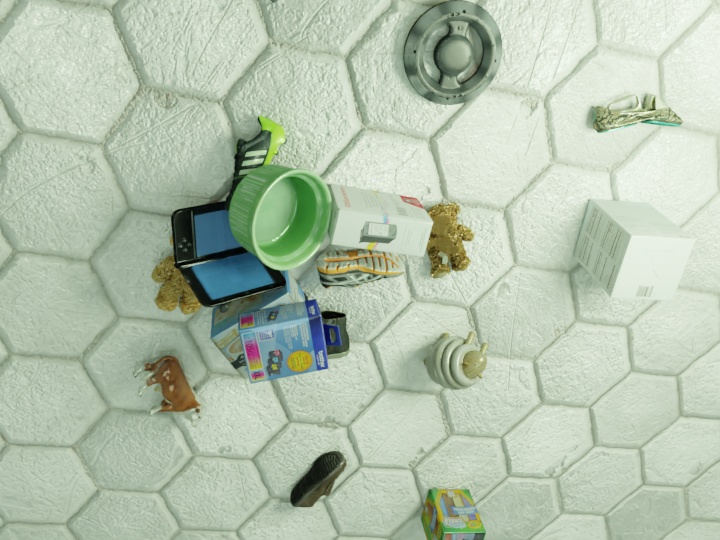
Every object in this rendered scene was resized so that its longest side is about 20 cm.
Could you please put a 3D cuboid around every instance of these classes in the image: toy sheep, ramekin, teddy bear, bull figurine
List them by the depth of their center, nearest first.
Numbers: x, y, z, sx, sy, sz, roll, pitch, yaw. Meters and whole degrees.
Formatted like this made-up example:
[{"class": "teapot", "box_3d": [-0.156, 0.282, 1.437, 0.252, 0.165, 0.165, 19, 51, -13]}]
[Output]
[{"class": "ramekin", "box_3d": [-0.160, -0.110, 1.374, 0.199, 0.097, 0.201, -24, 125, -39]}, {"class": "teddy bear", "box_3d": [-0.367, 0.010, 1.485, 0.145, 0.067, 0.200, 29, 109, -25]}, {"class": "teddy bear", "box_3d": [0.185, -0.066, 1.563, 0.144, 0.067, 0.200, -28, 125, 16]}, {"class": "bull figurine", "box_3d": [-0.438, 0.285, 1.625, 0.121, 0.065, 0.201, -20, 117, -8]}, {"class": "toy sheep", "box_3d": [0.222, 0.216, 1.660, 0.137, 0.200, 0.139, 6, 78, -31]}]

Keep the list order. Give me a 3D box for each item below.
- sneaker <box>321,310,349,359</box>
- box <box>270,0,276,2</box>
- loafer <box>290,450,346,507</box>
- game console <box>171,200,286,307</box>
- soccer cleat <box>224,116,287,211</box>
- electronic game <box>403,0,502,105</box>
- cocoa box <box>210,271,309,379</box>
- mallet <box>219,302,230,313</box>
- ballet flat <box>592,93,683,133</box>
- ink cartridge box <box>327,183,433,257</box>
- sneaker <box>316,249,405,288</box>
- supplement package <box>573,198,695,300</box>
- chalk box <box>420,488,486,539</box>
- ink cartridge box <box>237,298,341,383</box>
[{"class": "sneaker", "box_3d": [-0.125, 0.154, 1.618, 0.199, 0.075, 0.107, -10, 114, -15]}, {"class": "box", "box_3d": [-0.154, -0.601, 1.223, 0.161, 0.049, 0.200, -36, 118, 11]}, {"class": "loafer", "box_3d": [-0.100, 0.545, 1.830, 0.071, 0.073, 0.200, 31, 114, -34]}, {"class": "game console", "box_3d": [-0.258, -0.043, 1.402, 0.199, 0.118, 0.173, -16, 115, -39]}, {"class": "soccer cleat", "box_3d": [-0.225, -0.212, 1.397, 0.081, 0.068, 0.201, 33, 90, -14]}, {"class": "electronic game", "box_3d": [0.182, -0.424, 1.379, 0.199, 0.042, 0.201, -4, 120, -8]}, {"class": "cocoa box", "box_3d": [-0.211, 0.112, 1.538, 0.199, 0.134, 0.132, -30, 118, 6]}, {"class": "mallet", "box_3d": [-0.260, 0.037, 1.458, 0.041, 0.200, 0.066, 35, 97, -10]}, {"class": "ballet flat", "box_3d": [0.591, -0.336, 1.490, 0.199, 0.068, 0.076, -5, 103, -5]}, {"class": "ink cartridge box", "box_3d": [0.033, -0.105, 1.460, 0.199, 0.148, 0.086, 7, 116, -12]}, {"class": "sneaker", "box_3d": [0.000, 0.000, 1.558, 0.199, 0.079, 0.078, 1, 131, -7]}, {"class": "supplement package", "box_3d": [0.598, -0.049, 1.559, 0.151, 0.200, 0.151, 3, 118, -11]}, {"class": "chalk box", "box_3d": [0.252, 0.706, 1.895, 0.123, 0.200, 0.125, 5, 116, -13]}, {"class": "ink cartridge box", "box_3d": [-0.143, 0.143, 1.449, 0.199, 0.076, 0.137, -12, 118, -7]}]
